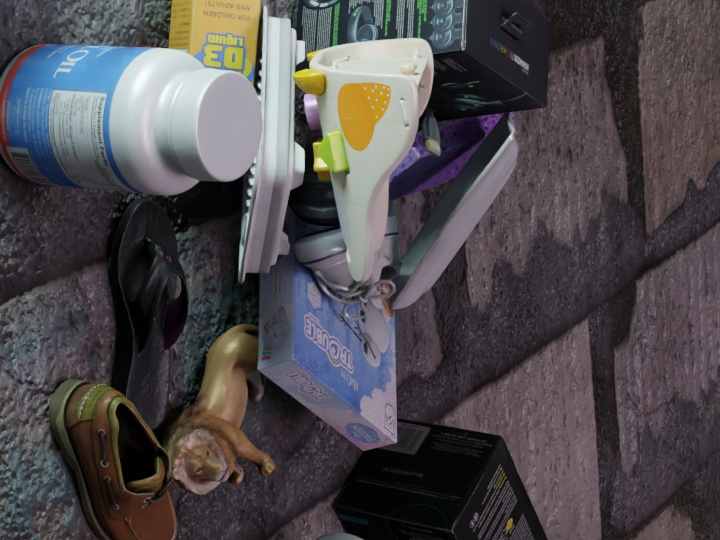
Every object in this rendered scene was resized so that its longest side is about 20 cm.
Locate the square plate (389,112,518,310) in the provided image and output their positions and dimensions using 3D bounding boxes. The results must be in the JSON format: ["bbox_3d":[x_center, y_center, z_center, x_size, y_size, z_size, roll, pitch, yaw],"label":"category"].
[{"bbox_3d":[0.095,-0.058,1.836,0.201,0.028,0.198,-55,-176,11],"label":"square plate"}]

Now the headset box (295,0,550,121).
[{"bbox_3d":[0.066,-0.212,1.815,0.174,0.199,0.094,23,67,-54],"label":"headset box"}]

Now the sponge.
[{"bbox_3d":[0.069,-0.112,1.931,0.199,0.111,0.030,-22,77,-54],"label":"sponge"}]

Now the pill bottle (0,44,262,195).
[{"bbox_3d":[-0.177,-0.116,1.475,0.112,0.199,0.113,-14,107,-55],"label":"pill bottle"}]

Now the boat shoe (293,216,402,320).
[{"bbox_3d":[-0.004,0.001,1.751,0.202,0.074,0.087,-14,90,-76],"label":"boat shoe"}]

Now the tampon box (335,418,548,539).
[{"bbox_3d":[0.091,0.273,1.987,0.127,0.149,0.201,-56,138,-34],"label":"tampon box"}]

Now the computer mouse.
[{"bbox_3d":[0.005,-0.093,1.761,0.201,0.139,0.046,-88,177,-53],"label":"computer mouse"}]

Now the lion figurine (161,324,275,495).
[{"bbox_3d":[-0.121,0.117,1.730,0.122,0.072,0.202,40,48,-43],"label":"lion figurine"}]

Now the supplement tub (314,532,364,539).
[{"bbox_3d":[-0.053,0.352,1.789,0.200,0.144,0.146,-43,129,-45],"label":"supplement tub"}]

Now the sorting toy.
[{"bbox_3d":[0.005,-0.090,1.610,0.200,0.106,0.182,-69,158,-74],"label":"sorting toy"}]

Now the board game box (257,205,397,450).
[{"bbox_3d":[-0.029,0.039,1.805,0.200,0.043,0.201,42,41,-50],"label":"board game box"}]

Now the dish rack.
[{"bbox_3d":[-0.075,-0.107,1.647,0.172,0.043,0.201,103,-11,-53],"label":"dish rack"}]

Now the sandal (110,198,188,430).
[{"bbox_3d":[-0.173,0.039,1.642,0.075,0.048,0.202,-13,106,-55],"label":"sandal"}]

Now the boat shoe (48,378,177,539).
[{"bbox_3d":[-0.194,0.177,1.614,0.072,0.067,0.201,-59,140,-34],"label":"boat shoe"}]

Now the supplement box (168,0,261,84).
[{"bbox_3d":[-0.125,-0.201,1.644,0.066,0.069,0.202,3,95,-25],"label":"supplement box"}]
